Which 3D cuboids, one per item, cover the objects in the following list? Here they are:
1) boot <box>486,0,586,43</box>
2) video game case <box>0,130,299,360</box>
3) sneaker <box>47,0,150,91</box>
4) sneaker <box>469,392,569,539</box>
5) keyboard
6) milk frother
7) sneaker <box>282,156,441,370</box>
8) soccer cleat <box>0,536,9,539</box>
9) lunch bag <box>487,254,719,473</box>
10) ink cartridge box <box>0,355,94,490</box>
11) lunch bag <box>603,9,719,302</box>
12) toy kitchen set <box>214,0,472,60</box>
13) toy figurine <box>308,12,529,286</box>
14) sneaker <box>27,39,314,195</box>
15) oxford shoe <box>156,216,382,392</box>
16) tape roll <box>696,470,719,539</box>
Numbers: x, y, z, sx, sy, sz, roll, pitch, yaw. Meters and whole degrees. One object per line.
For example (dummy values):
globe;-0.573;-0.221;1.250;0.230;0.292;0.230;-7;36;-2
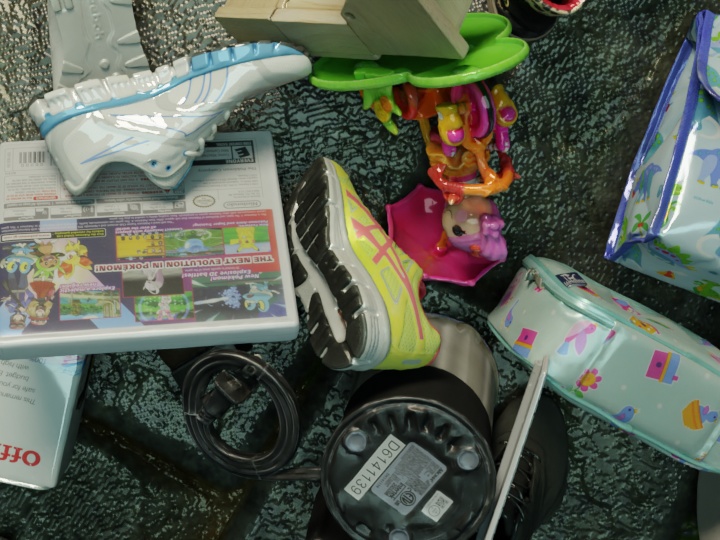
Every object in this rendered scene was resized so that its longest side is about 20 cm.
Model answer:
boot;0.116;-0.263;0.934;0.073;0.151;0.200;-8;98;-3
video game case;-0.152;-0.022;0.928;0.200;0.182;0.023;-3;142;-9
sneaker;-0.196;-0.165;0.981;0.076;0.081;0.200;-5;119;-17
sneaker;0.110;0.174;0.998;0.076;0.091;0.200;17;61;13
keyboard;0.094;0.154;0.890;0.011;0.056;0.200;17;100;1
milk frother;-0.008;0.096;0.960;0.180;0.188;0.200;-34;99;14
sneaker;0.000;0.000;0.937;0.090;0.200;0.078;14;130;-30
soccer cleat;-0.329;0.244;1.046;0.200;0.065;0.084;26;126;-10
lunch bag;0.195;0.062;0.985;0.200;0.160;0.077;29;101;-12
ink cartridge box;-0.274;0.047;0.998;0.146;0.083;0.200;14;98;-5
lunch bag;0.301;-0.078;0.990;0.170;0.127;0.200;22;77;-5
toy kitchen set;-0.020;-0.260;0.887;0.200;0.180;0.163;10;69;37
toy figurine;0.068;-0.074;0.959;0.150;0.200;0.184;-24;113;-20
sneaker;-0.125;-0.105;0.934;0.200;0.075;0.087;-17;92;-3
oxford shoe;-0.075;0.005;1.008;0.200;0.073;0.084;-33;90;0
tape roll;0.353;0.149;0.981;0.139;0.203;0.203;14;98;-4
